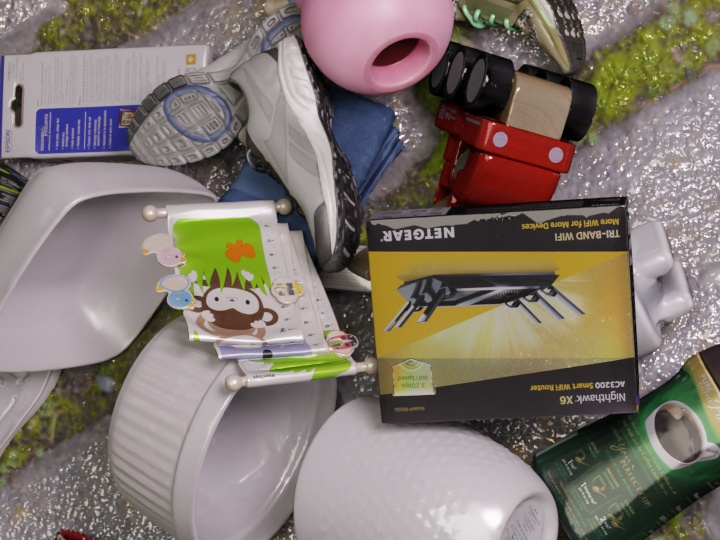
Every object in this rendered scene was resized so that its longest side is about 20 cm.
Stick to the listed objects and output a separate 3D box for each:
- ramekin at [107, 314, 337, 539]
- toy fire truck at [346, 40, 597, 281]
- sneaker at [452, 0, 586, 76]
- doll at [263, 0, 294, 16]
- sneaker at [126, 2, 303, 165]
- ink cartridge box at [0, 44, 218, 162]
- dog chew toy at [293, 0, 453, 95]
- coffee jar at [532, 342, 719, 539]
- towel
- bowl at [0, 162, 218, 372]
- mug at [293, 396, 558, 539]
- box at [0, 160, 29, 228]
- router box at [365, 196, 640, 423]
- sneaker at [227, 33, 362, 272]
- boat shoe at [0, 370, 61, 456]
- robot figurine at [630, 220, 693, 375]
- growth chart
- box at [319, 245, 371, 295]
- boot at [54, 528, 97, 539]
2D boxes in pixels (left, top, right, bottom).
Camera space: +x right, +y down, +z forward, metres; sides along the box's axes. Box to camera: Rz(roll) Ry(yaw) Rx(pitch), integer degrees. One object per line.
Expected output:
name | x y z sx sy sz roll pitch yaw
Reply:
ramekin | -0.116 0.126 1.683 0.104 0.200 0.202 22 90 27
toy fire truck | 0.082 -0.073 1.651 0.127 0.176 0.202 14 97 -15
sneaker | 0.112 -0.227 1.727 0.089 0.077 0.201 -44 68 21
doll | -0.047 -0.279 1.782 0.199 0.048 0.137 30 83 11
sneaker | -0.108 -0.150 1.757 0.199 0.087 0.075 -32 93 -2
ink cartridge box | -0.222 -0.145 1.826 0.198 0.037 0.096 -1 84 14
dog chew toy | -0.004 -0.239 1.683 0.124 0.124 0.201 -32 57 11
coffee jar | 0.241 0.141 1.628 0.199 0.085 0.105 -32 73 11
towel | -0.055 -0.061 1.731 0.111 0.049 0.201 24 72 23
bowl | -0.235 -0.013 1.719 0.075 0.199 0.200 45 115 24
mug | 0.065 0.211 1.634 0.174 0.201 0.148 14 44 37
box | -0.348 -0.087 1.771 0.192 0.200 0.048 35 93 16
router box | 0.109 0.030 1.573 0.198 0.052 0.159 -4 99 10
sneaker | -0.051 -0.087 1.673 0.079 0.074 0.202 -20 70 8
boat shoe | -0.328 0.110 1.809 0.072 0.068 0.201 39 95 17
robot figurine | 0.162 0.034 1.650 0.198 0.113 0.171 -23 111 12
growth chart | -0.086 0.016 1.628 0.143 0.018 0.201 -10 53 -24
box | 0.000 0.000 1.741 0.198 0.039 0.042 4 85 17
boot | -0.212 0.327 1.743 0.202 0.073 0.155 29 97 21
